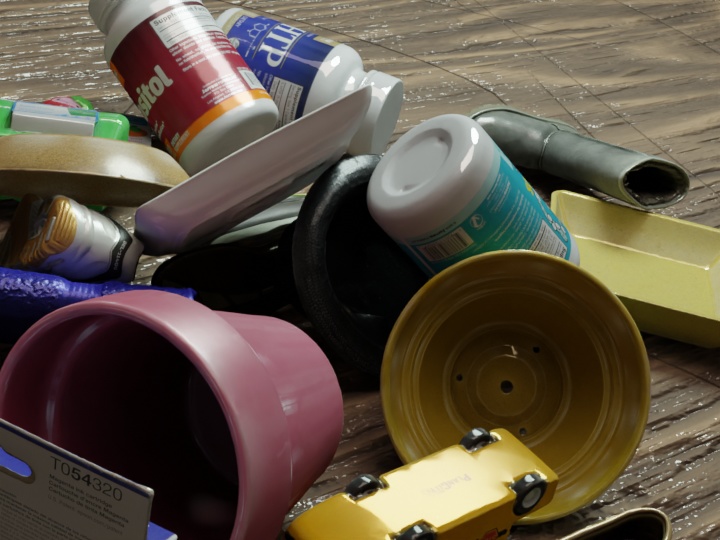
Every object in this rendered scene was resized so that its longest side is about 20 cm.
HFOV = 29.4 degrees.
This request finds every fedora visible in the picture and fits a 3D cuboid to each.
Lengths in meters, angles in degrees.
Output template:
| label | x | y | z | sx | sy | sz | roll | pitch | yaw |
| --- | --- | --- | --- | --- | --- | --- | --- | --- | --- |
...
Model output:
| label | x | y | z | sx | sy | sz | roll | pitch | yaw |
| --- | --- | --- | --- | --- | --- | --- | --- | --- | --- |
| fedora | 0.000 | 0.000 | 1.145 | 0.200 | 0.202 | 0.091 | -20 | 11 | -42 |

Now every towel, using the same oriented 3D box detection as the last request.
| label | x | y | z | sx | sy | sz | roll | pitch | yaw |
| --- | --- | --- | --- | --- | --- | --- | --- | --- | --- |
| towel | -0.220 | 0.026 | 1.019 | 0.199 | 0.148 | 0.050 | 7 | 75 | -9 |

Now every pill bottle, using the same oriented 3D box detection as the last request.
| label | x | y | z | sx | sy | sz | roll | pitch | yaw |
| --- | --- | --- | --- | --- | --- | --- | --- | --- | --- |
| pill bottle | -0.062 | -0.188 | 1.431 | 0.199 | 0.120 | 0.120 | 21 | 32 | 12 |
| pill bottle | 0.102 | -0.023 | 1.103 | 0.200 | 0.111 | 0.111 | 45 | 15 | -32 |
| pill bottle | -0.178 | -0.199 | 1.342 | 0.113 | 0.113 | 0.200 | -24 | 74 | -45 |

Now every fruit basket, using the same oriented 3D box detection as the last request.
| label | x | y | z | sx | sy | sz | roll | pitch | yaw |
| --- | --- | --- | --- | --- | --- | --- | --- | --- | --- |
| fruit basket | -0.285 | -0.129 | 1.281 | 0.184 | 0.094 | 0.200 | 7 | 28 | -10 |

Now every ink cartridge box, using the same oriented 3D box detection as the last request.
| label | x | y | z | sx | sy | sz | roll | pitch | yaw |
| --- | --- | --- | --- | --- | --- | --- | --- | --- | --- |
| ink cartridge box | -0.197 | 0.148 | 0.762 | 0.196 | 0.201 | 0.043 | 23 | 32 | 15 |

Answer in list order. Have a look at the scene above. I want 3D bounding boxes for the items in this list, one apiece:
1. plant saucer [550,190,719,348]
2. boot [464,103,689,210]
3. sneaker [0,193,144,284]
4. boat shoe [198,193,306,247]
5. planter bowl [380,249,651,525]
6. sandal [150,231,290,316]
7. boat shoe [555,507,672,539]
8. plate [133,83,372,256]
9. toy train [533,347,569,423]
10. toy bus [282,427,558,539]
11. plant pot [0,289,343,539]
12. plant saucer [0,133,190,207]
| label | x | y | z | sx | sy | sz | roll | pitch | yaw |
| --- | --- | --- | --- | --- | --- | --- | --- | --- | --- |
| plant saucer | 0.271 | 0.005 | 1.308 | 0.199 | 0.049 | 0.200 | 14 | 28 | 3 |
| boot | 0.215 | -0.114 | 1.433 | 0.181 | 0.073 | 0.200 | -4 | 27 | -26 |
| sneaker | -0.235 | -0.014 | 1.102 | 0.087 | 0.076 | 0.200 | 22 | -5 | -26 |
| boat shoe | -0.058 | -0.039 | 1.238 | 0.200 | 0.072 | 0.061 | -11 | 42 | -30 |
| planter bowl | 0.115 | 0.088 | 1.045 | 0.200 | 0.201 | 0.083 | 15 | -5 | 3 |
| sandal | -0.098 | 0.001 | 1.158 | 0.200 | 0.082 | 0.054 | -24 | 27 | -40 |
| boat shoe | 0.137 | 0.210 | 0.915 | 0.074 | 0.067 | 0.200 | 35 | 37 | 32 |
| plate | -0.085 | -0.067 | 1.079 | 0.200 | 0.200 | 0.032 | -30 | 88 | -13 |
| toy train | 0.164 | 0.072 | 1.177 | 0.056 | 0.042 | 0.200 | 16 | 29 | -15 |
| toy bus | 0.042 | 0.174 | 0.925 | 0.199 | 0.079 | 0.065 | -16 | 41 | -39 |
| plant pot | -0.108 | 0.106 | 0.894 | 0.200 | 0.201 | 0.179 | 28 | 18 | 23 |
| plant saucer | -0.227 | -0.081 | 1.113 | 0.199 | 0.036 | 0.200 | 3 | -4 | 0 |
